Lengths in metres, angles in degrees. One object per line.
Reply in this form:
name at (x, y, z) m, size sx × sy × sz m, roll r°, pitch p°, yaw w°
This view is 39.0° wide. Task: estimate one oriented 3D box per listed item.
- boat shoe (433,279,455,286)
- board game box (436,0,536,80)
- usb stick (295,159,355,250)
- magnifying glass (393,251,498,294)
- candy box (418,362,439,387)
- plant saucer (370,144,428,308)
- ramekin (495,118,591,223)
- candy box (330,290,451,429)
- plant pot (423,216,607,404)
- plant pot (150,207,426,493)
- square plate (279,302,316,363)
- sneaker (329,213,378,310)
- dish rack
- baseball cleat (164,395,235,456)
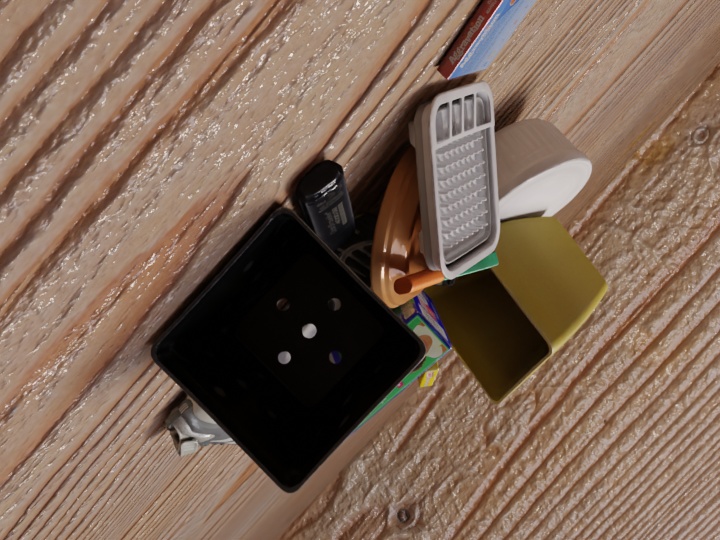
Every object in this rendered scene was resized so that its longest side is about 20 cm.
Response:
boat shoe at (0.125, -0.041, 1.344) m, size 0.202 × 0.065 × 0.073 m, roll 113°, pitch -15°, yaw -56°
board game box at (0.158, -0.280, 1.022) m, size 0.201 × 0.019 × 0.103 m, roll -54°, pitch 167°, yaw 32°
usb stick at (-0.034, -0.063, 1.058) m, size 0.055 × 0.033 × 0.200 m, roll -37°, pitch 167°, yaw -6°
magnifying glass at (0.098, 0.003, 1.187) m, size 0.079 × 0.023 × 0.199 m, roll -12°, pitch 180°, yaw 33°
candy box at (0.081, 0.063, 1.502) m, size 0.026 × 0.203 × 0.102 m, roll -9°, pitch 162°, yaw -7°
plant saucer at (0.066, -0.051, 1.203) m, size 0.200 × 0.037 × 0.203 m, roll 15°, pitch 90°, yaw -72°
ramekin at (0.220, -0.129, 1.449) m, size 0.200 × 0.095 × 0.203 m, roll -26°, pitch 160°, yaw -10°
candy box at (0.011, 0.110, 1.327) m, size 0.200 × 0.077 × 0.169 m, roll -43°, pitch -162°, yaw 9°
plant pot at (0.234, 0.038, 1.476) m, size 0.175 × 0.201 × 0.200 m, roll -28°, pitch 163°, yaw -30°
plant pot at (-0.064, 0.074, 1.060) m, size 0.200 × 0.199 × 0.177 m, roll -46°, pitch 178°, yaw 4°
square plate at (-0.073, 0.069, 1.365) m, size 0.199 × 0.028 × 0.199 m, roll -30°, pitch 160°, yaw -51°
sneaker at (0.000, 0.000, 1.248) m, size 0.090 × 0.078 × 0.201 m, roll -41°, pitch 158°, yaw -41°
dish rack at (0.104, -0.104, 1.147) m, size 0.171 × 0.043 × 0.203 m, roll -30°, pitch 117°, yaw -56°
baseball cleat at (-0.181, 0.196, 1.294) m, size 0.106 × 0.070 × 0.200 m, roll -36°, pitch 147°, yaw 5°
